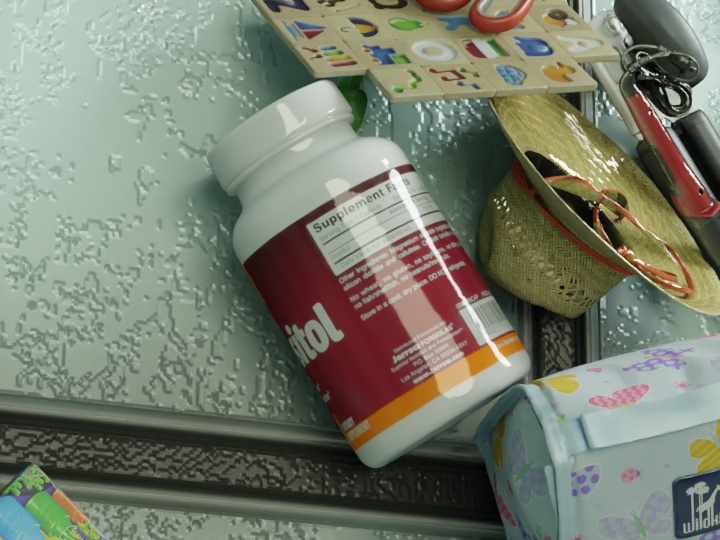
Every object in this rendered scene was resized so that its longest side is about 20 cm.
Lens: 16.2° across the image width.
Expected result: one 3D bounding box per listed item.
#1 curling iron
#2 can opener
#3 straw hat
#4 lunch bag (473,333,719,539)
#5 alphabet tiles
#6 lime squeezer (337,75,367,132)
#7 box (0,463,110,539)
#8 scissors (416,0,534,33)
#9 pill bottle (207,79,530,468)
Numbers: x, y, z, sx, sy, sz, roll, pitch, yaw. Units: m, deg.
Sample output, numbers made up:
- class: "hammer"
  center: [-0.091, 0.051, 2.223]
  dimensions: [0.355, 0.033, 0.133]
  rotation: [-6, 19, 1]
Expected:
- class: "curling iron"
  center: [0.209, -0.046, 1.509]
  dimensions: [0.049, 0.026, 0.201]
  rotation: [-27, 103, -4]
- class: "can opener"
  center: [0.204, -0.081, 1.551]
  dimensions: [0.053, 0.067, 0.200]
  rotation: [-28, 84, -27]
- class: "straw hat"
  center: [0.115, -0.021, 1.481]
  dimensions: [0.201, 0.085, 0.201]
  rotation: [38, 20, -17]
- class: "lunch bag"
  center: [0.164, 0.102, 1.381]
  dimensions: [0.169, 0.200, 0.128]
  rotation: [-14, 76, -11]
- class: "alphabet tiles"
  center: [0.044, -0.143, 1.484]
  dimensions: [0.199, 0.006, 0.167]
  rotation: [-6, 34, -25]
- class: "lime squeezer"
  center: [0.010, -0.069, 1.497]
  dimensions: [0.071, 0.038, 0.201]
  rotation: [0, 68, -54]
- class: "box"
  center: [-0.177, 0.242, 1.261]
  dimensions: [0.193, 0.122, 0.200]
  rotation: [45, 63, -3]
- class: "scissors"
  center: [0.091, -0.212, 1.545]
  dimensions: [0.073, 0.014, 0.200]
  rotation: [12, 46, 16]
- class: "pill bottle"
  center: [0.000, 0.000, 1.419]
  dimensions: [0.113, 0.113, 0.200]
  rotation: [-28, 83, -27]
